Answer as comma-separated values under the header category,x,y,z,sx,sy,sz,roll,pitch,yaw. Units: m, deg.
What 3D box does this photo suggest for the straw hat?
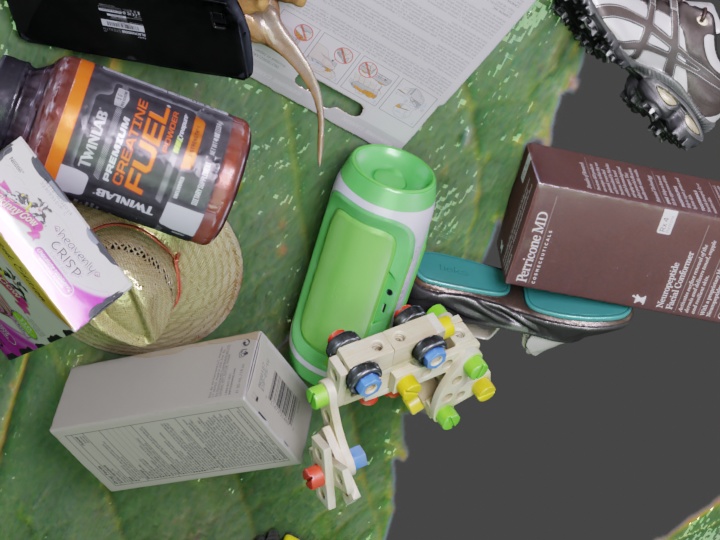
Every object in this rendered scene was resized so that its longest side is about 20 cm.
category,x,y,z,sx,sy,sz,roll,pitch,yaw
straw hat,-0.196,0.013,1.186,0.199,0.085,0.203,-1,121,-2

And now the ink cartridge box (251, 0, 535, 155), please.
category,x,y,z,sx,sy,sz,roll,pitch,yaw
ink cartridge box,0.017,-0.196,1.101,0.160,0.050,0.200,27,135,-18

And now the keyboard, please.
category,x,y,z,sx,sy,sz,roll,pitch,yaw
keyboard,-0.171,-0.203,1.058,0.198,0.040,0.105,12,142,14

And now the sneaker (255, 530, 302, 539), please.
category,x,y,z,sx,sy,sz,roll,pitch,yaw
sneaker,-0.034,0.342,1.396,0.199,0.086,0.078,36,114,-22

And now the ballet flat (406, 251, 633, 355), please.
category,x,y,z,sx,sy,sz,roll,pitch,yaw
ballet flat,0.131,0.031,1.227,0.198,0.068,0.069,12,131,2

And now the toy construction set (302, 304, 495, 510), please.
category,x,y,z,sx,sy,sz,roll,pitch,yaw
toy construction set,0.024,0.099,1.162,0.199,0.092,0.132,-34,151,-31

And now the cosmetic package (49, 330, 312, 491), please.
category,x,y,z,sx,sy,sz,roll,pitch,yaw
cosmetic package,-0.151,0.123,1.223,0.198,0.074,0.104,-10,137,26

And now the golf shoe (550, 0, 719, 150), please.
category,x,y,z,sx,sy,sz,roll,pitch,yaw
golf shoe,0.218,-0.189,1.095,0.094,0.078,0.200,-44,117,3

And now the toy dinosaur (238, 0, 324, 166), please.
category,x,y,z,sx,sy,sz,roll,pitch,yaw
toy dinosaur,-0.072,-0.187,1.067,0.200,0.060,0.106,41,141,3

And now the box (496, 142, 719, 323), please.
category,x,y,z,sx,sy,sz,roll,pitch,yaw
box,0.222,-0.030,1.184,0.198,0.075,0.101,10,121,-6

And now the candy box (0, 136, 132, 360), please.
category,x,y,z,sx,sy,sz,roll,pitch,yaw
candy box,-0.265,-0.010,1.097,0.137,0.061,0.200,53,152,-9

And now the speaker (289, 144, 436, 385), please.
category,x,y,z,sx,sy,sz,roll,pitch,yaw
speaker,0.000,0.000,1.185,0.087,0.089,0.201,13,122,-10

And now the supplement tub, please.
category,x,y,z,sx,sy,sz,roll,pitch,yaw
supplement tub,-0.191,-0.098,1.106,0.198,0.107,0.108,19,120,-13
